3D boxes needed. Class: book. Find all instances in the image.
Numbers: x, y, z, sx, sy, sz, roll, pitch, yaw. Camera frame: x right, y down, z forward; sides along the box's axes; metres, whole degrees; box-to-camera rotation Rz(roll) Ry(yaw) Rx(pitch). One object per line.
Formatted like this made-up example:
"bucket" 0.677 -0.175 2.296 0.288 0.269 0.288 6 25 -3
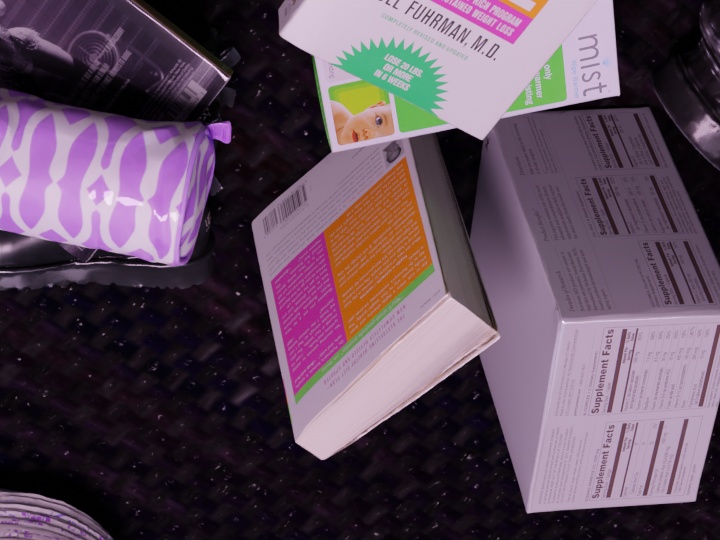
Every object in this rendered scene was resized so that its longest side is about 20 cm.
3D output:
"book" 0.064 -0.176 1.183 0.133 0.048 0.200 23 124 -23
"book" 0.000 0.000 1.342 0.133 0.201 0.048 -39 127 21

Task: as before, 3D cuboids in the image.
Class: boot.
"boot" -0.170 -0.072 1.331 0.196 0.074 0.164 2 122 -1

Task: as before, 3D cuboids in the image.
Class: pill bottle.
"pill bottle" 0.272 -0.149 1.334 0.112 0.112 0.200 33 117 -32

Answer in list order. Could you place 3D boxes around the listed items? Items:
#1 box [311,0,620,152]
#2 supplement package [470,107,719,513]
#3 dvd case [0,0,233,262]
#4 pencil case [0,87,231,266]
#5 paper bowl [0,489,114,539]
"box" 0.048 -0.187 1.268 0.175 0.097 0.201 -10 130 -1
"supplement package" 0.141 0.022 1.390 0.110 0.201 0.157 -2 130 -10
"dvd case" -0.192 -0.118 1.272 0.199 0.016 0.149 37 114 -8
"pencil case" -0.177 -0.062 1.245 0.198 0.086 0.084 15 152 2
"paper bowl" -0.255 0.230 1.542 0.199 0.105 0.202 -6 131 -7
